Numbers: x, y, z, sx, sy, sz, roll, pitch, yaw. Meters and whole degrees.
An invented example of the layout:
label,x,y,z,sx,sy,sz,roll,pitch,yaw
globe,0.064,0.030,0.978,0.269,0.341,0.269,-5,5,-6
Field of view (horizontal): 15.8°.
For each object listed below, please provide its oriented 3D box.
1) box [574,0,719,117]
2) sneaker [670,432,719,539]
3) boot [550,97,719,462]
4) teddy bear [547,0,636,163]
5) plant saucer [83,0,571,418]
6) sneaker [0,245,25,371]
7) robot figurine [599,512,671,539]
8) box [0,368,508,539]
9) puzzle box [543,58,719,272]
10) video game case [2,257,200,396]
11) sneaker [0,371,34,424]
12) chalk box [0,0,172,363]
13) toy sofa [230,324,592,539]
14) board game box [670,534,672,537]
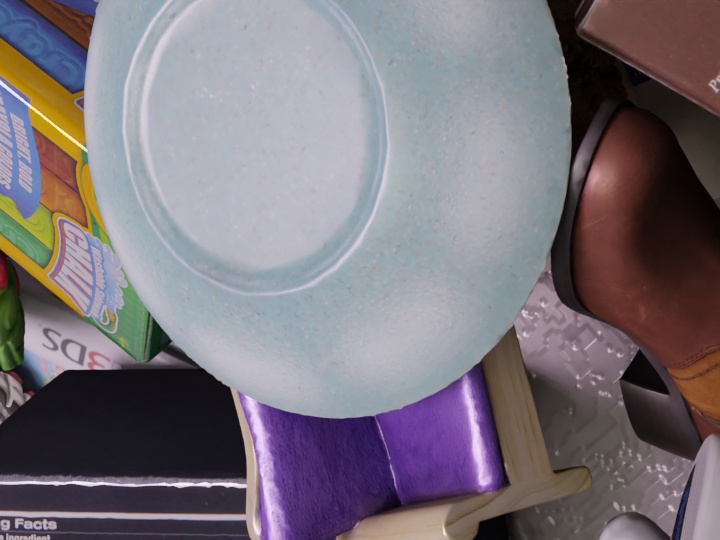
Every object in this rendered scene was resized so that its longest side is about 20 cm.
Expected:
label,x,y,z,sx,sy,sz,roll,pitch,yaw
box,0.179,-0.075,0.856,0.200,0.075,0.100,31,104,-4
sneaker,0.148,0.155,0.843,0.112,0.200,0.073,14,156,1
boot,0.170,0.026,0.855,0.200,0.069,0.189,13,143,31
teddy bear,0.067,-0.115,0.943,0.145,0.067,0.200,-22,88,26
plant saucer,-0.026,-0.048,0.862,0.201,0.039,0.202,5,99,34
sneaker,-0.202,0.005,1.120,0.200,0.084,0.077,18,122,59
robot figurine,0.146,0.178,0.936,0.200,0.113,0.170,44,90,12
box,-0.043,0.149,1.068,0.199,0.123,0.199,-1,111,22
puzzle box,0.088,-0.078,0.989,0.200,0.025,0.133,-24,93,35
video game case,-0.121,0.114,1.185,0.182,0.022,0.200,25,118,23
sneaker,-0.172,0.121,1.156,0.078,0.082,0.200,-20,94,34
chalk box,-0.082,-0.059,1.017,0.200,0.124,0.125,38,151,16
toy sofa,0.000,0.000,0.913,0.083,0.097,0.201,-18,85,59
board game box,0.224,0.107,0.958,0.199,0.041,0.200,35,122,18
